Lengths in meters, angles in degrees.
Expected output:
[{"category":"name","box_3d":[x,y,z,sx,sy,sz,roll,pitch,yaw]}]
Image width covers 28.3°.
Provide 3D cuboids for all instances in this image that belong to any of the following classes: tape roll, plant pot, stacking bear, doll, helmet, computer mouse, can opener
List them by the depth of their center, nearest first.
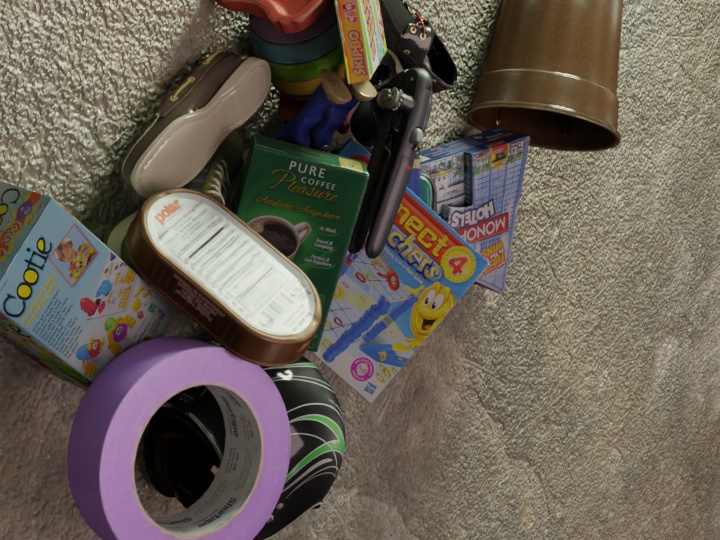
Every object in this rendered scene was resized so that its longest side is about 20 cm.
[{"category":"tape roll","box_3d":[-0.160,0.164,1.281,0.198,0.065,0.204,-6,100,-37]},{"category":"can opener","box_3d":[0.033,-0.109,1.440,0.078,0.063,0.203,25,75,-39]},{"category":"doll","box_3d":[-0.068,-0.120,1.462,0.136,0.049,0.201,-14,149,-49]},{"category":"helmet","box_3d":[-0.108,0.170,1.470,0.190,0.198,0.203,-27,123,-39]},{"category":"stacking bear","box_3d":[-0.058,-0.222,1.473,0.114,0.121,0.201,-47,145,-26]},{"category":"computer mouse","box_3d":[0.012,-0.189,1.559,0.034,0.201,0.059,38,110,-16]},{"category":"plant pot","box_3d":[0.248,-0.273,1.810,0.199,0.198,0.201,22,77,-54]}]

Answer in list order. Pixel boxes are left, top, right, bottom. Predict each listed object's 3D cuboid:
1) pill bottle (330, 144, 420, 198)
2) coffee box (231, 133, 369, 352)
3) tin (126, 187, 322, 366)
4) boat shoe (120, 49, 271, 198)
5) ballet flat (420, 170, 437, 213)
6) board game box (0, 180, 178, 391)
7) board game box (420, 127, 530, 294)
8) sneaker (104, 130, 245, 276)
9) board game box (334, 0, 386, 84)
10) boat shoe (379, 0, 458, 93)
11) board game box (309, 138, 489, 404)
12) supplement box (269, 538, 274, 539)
[{"category":"pill bottle","box_3d":[0.014,-0.037,1.596,0.111,0.111,0.203,-5,94,-53]},{"category":"coffee box","box_3d":[-0.075,-0.025,1.423,0.121,0.044,0.203,12,111,-11]},{"category":"tin","box_3d":[-0.121,0.003,1.294,0.042,0.199,0.112,-54,175,37]},{"category":"boat shoe","box_3d":[-0.167,-0.146,1.384,0.200,0.059,0.072,-49,150,-31]},{"category":"ballet flat","box_3d":[0.057,-0.018,1.681,0.073,0.072,0.203,-3,102,-53]},{"category":"board game box","box_3d":[-0.272,0.019,1.260,0.106,0.102,0.200,-60,142,-16]},{"category":"board game box","box_3d":[0.123,-0.056,1.781,0.198,0.061,0.203,-20,117,-36]},{"category":"sneaker","box_3d":[-0.157,-0.061,1.401,0.201,0.089,0.068,-50,136,-32]},{"category":"board game box","box_3d":[0.000,-0.250,1.426,0.200,0.030,0.097,-65,146,-70]},{"category":"boat shoe","box_3d":[0.054,-0.272,1.625,0.202,0.062,0.075,50,38,-50]},{"category":"board game box","box_3d":[0.000,0.000,1.512,0.196,0.200,0.056,-49,-174,1]},{"category":"supplement box","box_3d":[-0.117,0.401,1.523,0.199,0.198,0.136,-23,120,-48]}]
